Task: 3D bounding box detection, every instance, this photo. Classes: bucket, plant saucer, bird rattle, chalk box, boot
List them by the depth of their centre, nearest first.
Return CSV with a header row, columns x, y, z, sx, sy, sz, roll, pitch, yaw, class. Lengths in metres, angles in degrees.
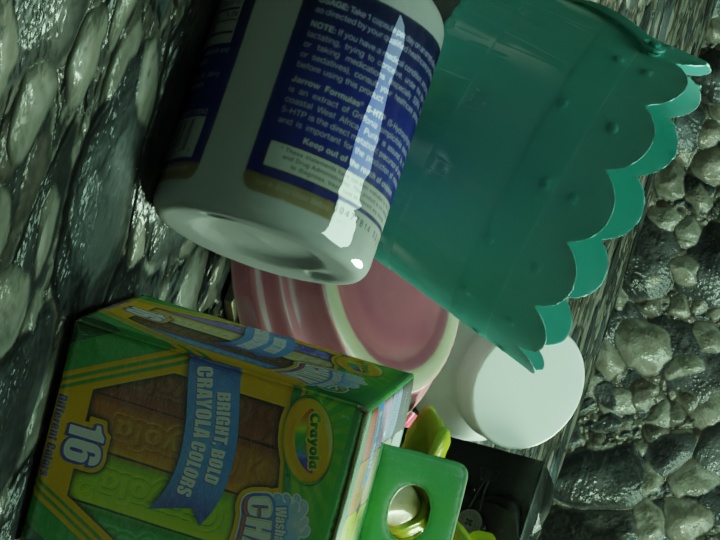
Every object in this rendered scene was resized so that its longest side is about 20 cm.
x,y,z,sx,sy,sz,roll,pitch,yaw,class
-0.049,0.102,1.451,0.124,0.199,0.125,-23,128,-76,chalk box
0.092,-0.062,1.623,0.208,0.134,0.207,-57,171,-14,bucket
0.000,0.000,1.712,0.200,0.051,0.201,18,68,-53,plant saucer
-0.019,0.166,1.715,0.200,0.113,0.163,-36,157,26,bird rattle
0.010,0.179,1.867,0.066,0.199,0.166,44,63,-78,boot

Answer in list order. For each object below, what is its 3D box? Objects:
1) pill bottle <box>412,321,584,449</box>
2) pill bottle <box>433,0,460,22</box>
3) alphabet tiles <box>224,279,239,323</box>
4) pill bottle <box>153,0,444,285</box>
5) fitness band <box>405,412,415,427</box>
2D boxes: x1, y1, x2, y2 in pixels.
x,y,z,sx,sy,sz,roll,pitch,yaw,class
0.061,0.045,1.918,0.200,0.113,0.113,34,-66,57,pill bottle
0.059,-0.233,1.709,0.200,0.109,0.109,-57,162,-32,pill bottle
-0.045,-0.039,1.793,0.167,0.008,0.201,87,21,-60,alphabet tiles
-0.023,-0.105,1.505,0.120,0.119,0.201,65,42,-74,pill bottle
-0.005,0.131,2.052,0.144,0.037,0.200,-52,175,15,fitness band
